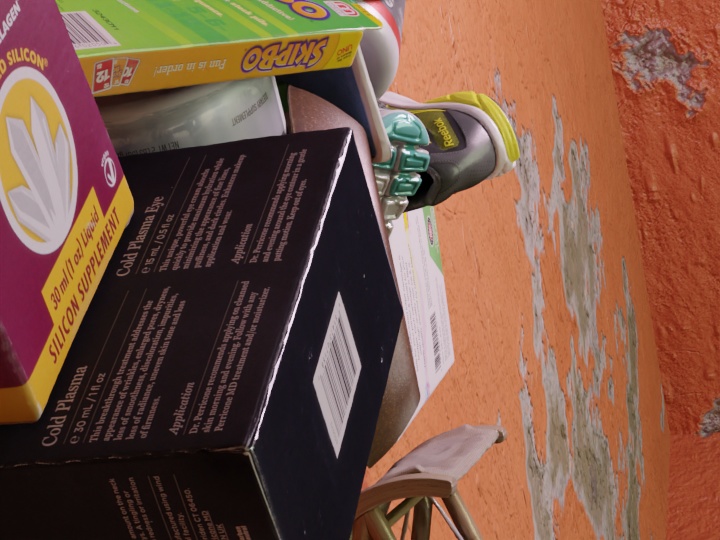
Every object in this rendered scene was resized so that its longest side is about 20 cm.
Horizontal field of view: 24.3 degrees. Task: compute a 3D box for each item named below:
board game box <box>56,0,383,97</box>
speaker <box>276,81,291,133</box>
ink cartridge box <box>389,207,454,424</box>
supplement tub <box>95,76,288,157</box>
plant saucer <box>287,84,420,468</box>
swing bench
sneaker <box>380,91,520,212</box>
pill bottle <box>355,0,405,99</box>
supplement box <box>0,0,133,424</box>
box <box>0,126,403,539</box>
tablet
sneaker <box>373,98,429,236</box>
[{"bbox_3d":[-0.088,-0.118,0.751,0.199,0.095,0.030,-16,137,-42],"label":"board game box"},{"bbox_3d":[-0.063,-0.004,0.965,0.088,0.088,0.201,-41,124,-71],"label":"speaker"},{"bbox_3d":[0.001,0.027,1.183,0.200,0.083,0.146,-41,125,-71],"label":"ink cartridge box"},{"bbox_3d":[-0.083,-0.010,0.830,0.123,0.122,0.201,-69,149,-57],"label":"supplement tub"},{"bbox_3d":[0.000,0.000,0.864,0.200,0.036,0.202,-11,90,-89],"label":"plant saucer"},{"bbox_3d":[0.044,0.228,1.208,0.199,0.129,0.201,-15,94,-73],"label":"swing bench"},{"bbox_3d":[0.008,-0.076,1.097,0.084,0.199,0.075,-33,109,-39],"label":"sneaker"},{"bbox_3d":[-0.024,-0.209,1.113,0.116,0.115,0.201,66,24,-49],"label":"pill bottle"},{"bbox_3d":[-0.168,-0.060,0.580,0.131,0.103,0.201,-75,154,-49],"label":"supplement box"},{"bbox_3d":[-0.093,0.046,0.669,0.200,0.181,0.105,-74,154,-51],"label":"box"},{"bbox_3d":[-0.041,-0.157,0.930,0.130,0.014,0.201,12,-59,61],"label":"tablet"},{"bbox_3d":[-0.028,-0.032,1.045,0.077,0.091,0.201,0,127,-43],"label":"sneaker"}]
